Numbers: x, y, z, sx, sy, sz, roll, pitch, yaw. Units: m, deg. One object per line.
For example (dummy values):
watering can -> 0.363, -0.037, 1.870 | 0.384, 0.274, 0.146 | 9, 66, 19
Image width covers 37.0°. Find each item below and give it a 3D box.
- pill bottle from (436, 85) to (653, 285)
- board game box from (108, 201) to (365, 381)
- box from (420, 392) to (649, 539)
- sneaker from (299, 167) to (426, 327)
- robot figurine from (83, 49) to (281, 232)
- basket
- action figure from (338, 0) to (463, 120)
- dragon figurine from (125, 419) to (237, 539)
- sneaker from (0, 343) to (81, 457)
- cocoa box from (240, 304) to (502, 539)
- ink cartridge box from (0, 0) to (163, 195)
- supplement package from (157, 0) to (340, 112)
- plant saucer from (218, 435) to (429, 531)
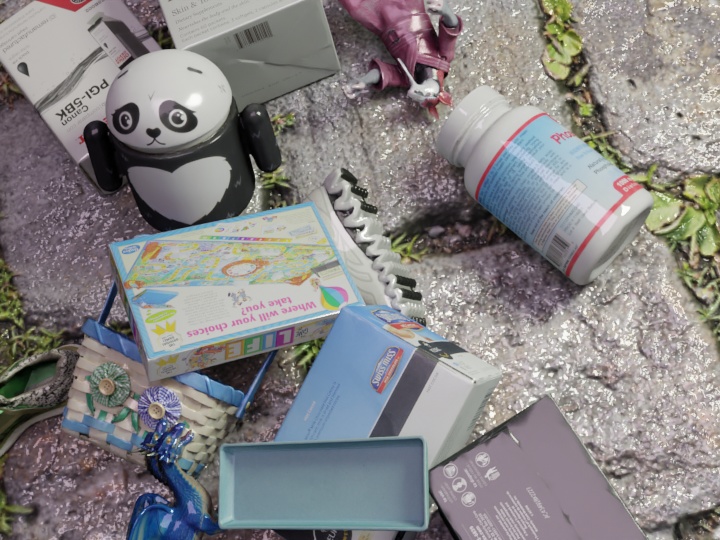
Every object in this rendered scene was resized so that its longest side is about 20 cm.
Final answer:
pill bottle -> 0.172, -0.087, 1.038 | 0.200, 0.109, 0.109 | 42, 80, 17
board game box -> -0.112, 0.014, 0.972 | 0.199, 0.034, 0.135 | -13, 53, -20
box -> 0.144, 0.213, 0.888 | 0.124, 0.200, 0.149 | -31, 70, -3
sneaker -> 0.000, 0.000, 1.056 | 0.081, 0.075, 0.201 | -32, 69, 13
robot figurine -> -0.170, -0.114, 1.037 | 0.150, 0.201, 0.125 | -35, 50, -22
basket -> -0.171, 0.084, 1.003 | 0.176, 0.139, 0.201 | 20, 77, 10
action figure -> 0.043, -0.248, 1.131 | 0.133, 0.149, 0.201 | -24, 89, 19
dragon figurine -> -0.170, 0.226, 0.917 | 0.099, 0.059, 0.201 | 23, 91, -15
sneaker -> -0.350, 0.125, 1.038 | 0.199, 0.089, 0.077 | -33, 71, -5
cocoa box -> 0.012, 0.145, 0.935 | 0.131, 0.133, 0.201 | 29, 97, 17
ink cartridge box -> -0.280, -0.205, 1.147 | 0.147, 0.083, 0.200 | -38, 70, -8
supplement package -> -0.133, -0.297, 1.125 | 0.151, 0.151, 0.201 | -22, 69, 0
plant saucer -> -0.031, 0.170, 0.853 | 0.199, 0.019, 0.070 | -8, 76, 31
